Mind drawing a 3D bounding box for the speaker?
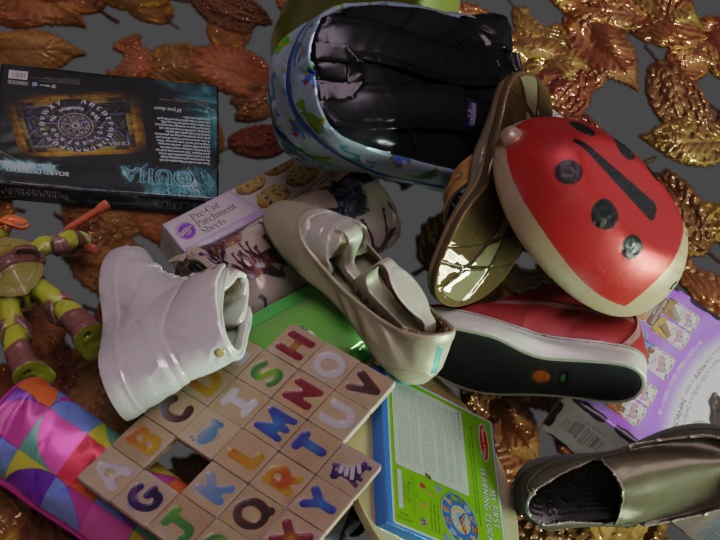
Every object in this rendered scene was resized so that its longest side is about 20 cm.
[{"bbox_3d":[-0.056,0.071,0.950,0.199,0.089,0.089,-29,69,-29],"label":"speaker"}]

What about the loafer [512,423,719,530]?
[{"bbox_3d":[0.214,0.171,0.916,0.198,0.070,0.076,-16,92,16],"label":"loafer"}]

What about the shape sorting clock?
[{"bbox_3d":[0.053,0.160,0.904,0.199,0.039,0.201,30,39,-28],"label":"shape sorting clock"}]

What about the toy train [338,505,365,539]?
[{"bbox_3d":[-0.026,0.195,0.907,0.046,0.034,0.200,32,54,22],"label":"toy train"}]

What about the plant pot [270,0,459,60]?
[{"bbox_3d":[0.022,-0.268,1.120,0.185,0.200,0.188,7,56,-11],"label":"plant pot"}]

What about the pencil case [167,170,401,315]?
[{"bbox_3d":[-0.063,-0.019,1.008,0.199,0.078,0.090,-30,90,-29],"label":"pencil case"}]

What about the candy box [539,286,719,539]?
[{"bbox_3d":[0.284,0.123,1.016,0.199,0.072,0.168,36,56,10],"label":"candy box"}]

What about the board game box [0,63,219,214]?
[{"bbox_3d":[-0.227,-0.117,1.059,0.198,0.028,0.136,4,57,-13],"label":"board game box"}]

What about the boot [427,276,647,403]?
[{"bbox_3d":[0.137,0.030,0.984,0.198,0.073,0.145,8,46,2],"label":"boot"}]

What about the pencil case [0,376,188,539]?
[{"bbox_3d":[-0.187,0.162,0.858,0.199,0.089,0.088,34,56,10],"label":"pencil case"}]

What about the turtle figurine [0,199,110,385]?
[{"bbox_3d":[-0.262,0.008,0.931,0.199,0.065,0.161,-24,56,-29],"label":"turtle figurine"}]

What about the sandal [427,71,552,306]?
[{"bbox_3d":[0.098,-0.065,0.948,0.080,0.054,0.201,27,76,-40],"label":"sandal"}]

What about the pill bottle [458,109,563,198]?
[{"bbox_3d":[0.156,-0.091,1.091,0.200,0.120,0.120,37,56,11],"label":"pill bottle"}]

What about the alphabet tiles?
[{"bbox_3d":[-0.071,0.121,0.833,0.166,0.008,0.200,27,52,24],"label":"alphabet tiles"}]

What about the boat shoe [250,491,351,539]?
[{"bbox_3d":[-0.061,0.167,0.867,0.085,0.075,0.202,0,33,24],"label":"boat shoe"}]

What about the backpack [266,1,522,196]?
[{"bbox_3d":[0.021,-0.145,0.979,0.199,0.153,0.165,1,87,-46],"label":"backpack"}]

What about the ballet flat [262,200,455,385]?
[{"bbox_3d":[0.000,0.000,0.920,0.069,0.070,0.200,-32,68,-30],"label":"ballet flat"}]

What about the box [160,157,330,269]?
[{"bbox_3d":[-0.086,-0.059,1.053,0.199,0.039,0.041,-30,67,-29],"label":"box"}]

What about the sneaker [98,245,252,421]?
[{"bbox_3d":[-0.136,0.027,0.900,0.115,0.074,0.200,-25,33,3],"label":"sneaker"}]

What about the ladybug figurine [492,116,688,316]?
[{"bbox_3d":[0.185,-0.048,0.917,0.199,0.072,0.136,36,55,-23],"label":"ladybug figurine"}]
